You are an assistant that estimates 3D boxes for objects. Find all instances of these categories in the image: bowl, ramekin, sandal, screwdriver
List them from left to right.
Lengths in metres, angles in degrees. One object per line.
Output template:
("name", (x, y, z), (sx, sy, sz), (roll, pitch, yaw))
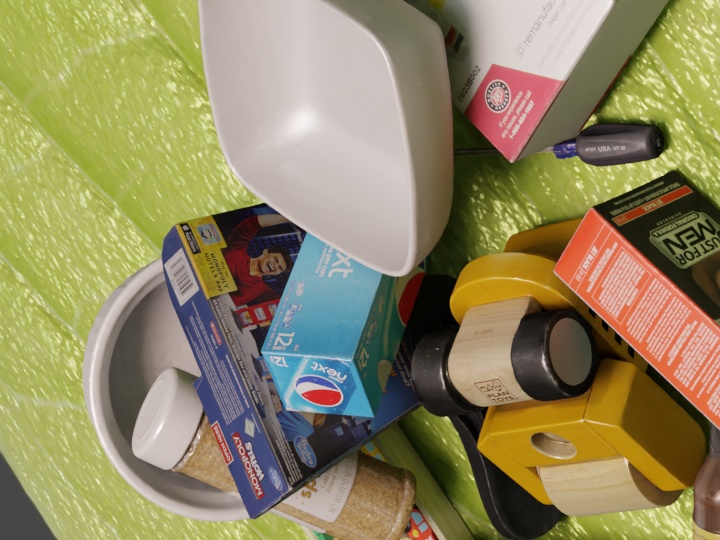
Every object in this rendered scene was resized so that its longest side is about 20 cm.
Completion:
("ramekin", (-0.109, 0.077, 1.752), (0.098, 0.199, 0.202), (-172, 65, -73))
("bowl", (-0.012, -0.114, 1.548), (0.199, 0.074, 0.201), (32, 141, 37))
("sandal", (0.094, 0.090, 1.657), (0.048, 0.075, 0.202), (-12, 106, 58))
("screwdriver", (0.120, -0.079, 1.604), (0.199, 0.028, 0.029), (-5, 131, 45))

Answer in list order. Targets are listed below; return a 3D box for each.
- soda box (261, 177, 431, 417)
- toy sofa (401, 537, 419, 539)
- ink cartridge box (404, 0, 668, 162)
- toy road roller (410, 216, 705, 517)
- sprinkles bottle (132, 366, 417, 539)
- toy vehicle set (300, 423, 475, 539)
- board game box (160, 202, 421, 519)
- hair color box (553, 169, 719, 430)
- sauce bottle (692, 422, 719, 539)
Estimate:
("soda box", (0.000, 0.000, 1.613), (0.067, 0.201, 0.064), (3, 141, 22))
("toy sofa", (0.126, 0.239, 1.668), (0.199, 0.097, 0.084), (0, 77, 33))
("ink cartridge box", (0.083, -0.193, 1.523), (0.200, 0.083, 0.146), (47, 132, 18))
("toy road roller", (0.142, 0.058, 1.590), (0.122, 0.147, 0.200), (-12, 135, 44))
("sprinkles bottle", (-0.060, 0.136, 1.684), (0.199, 0.069, 0.068), (25, 134, -18))
("toy vehicle set", (0.032, 0.216, 1.793), (0.201, 0.026, 0.124), (56, 133, 11))
("board game box", (-0.024, 0.049, 1.670), (0.062, 0.199, 0.201), (-40, 69, 49))
("hair color box", (0.228, 0.033, 1.494), (0.200, 0.101, 0.061), (45, 130, 20))
("sauce bottle", (0.247, 0.168, 1.554), (0.064, 0.064, 0.202), (13, 113, 38))
